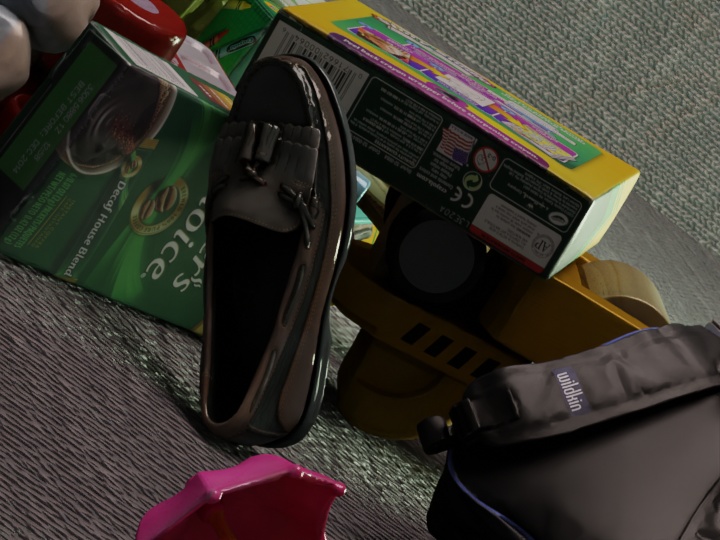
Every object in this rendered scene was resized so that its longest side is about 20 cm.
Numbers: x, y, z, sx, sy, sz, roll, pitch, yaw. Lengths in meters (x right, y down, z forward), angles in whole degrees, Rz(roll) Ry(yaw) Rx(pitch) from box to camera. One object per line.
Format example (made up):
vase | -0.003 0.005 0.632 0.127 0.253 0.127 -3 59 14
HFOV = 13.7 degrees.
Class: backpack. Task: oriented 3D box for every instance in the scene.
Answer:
backpack | 0.151 0.127 1.553 0.200 0.190 0.154 46 -29 19

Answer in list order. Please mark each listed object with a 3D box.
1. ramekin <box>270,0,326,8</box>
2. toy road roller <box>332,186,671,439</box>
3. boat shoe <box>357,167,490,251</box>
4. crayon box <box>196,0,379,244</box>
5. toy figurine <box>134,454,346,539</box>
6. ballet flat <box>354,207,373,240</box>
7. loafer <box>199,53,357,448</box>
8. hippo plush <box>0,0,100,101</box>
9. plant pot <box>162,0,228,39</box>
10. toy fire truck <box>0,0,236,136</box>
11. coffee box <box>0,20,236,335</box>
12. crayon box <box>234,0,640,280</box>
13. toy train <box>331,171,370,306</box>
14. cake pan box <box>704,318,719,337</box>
ramekin | -0.057 -0.159 2.320 0.200 0.098 0.200 39 10 -8
toy road roller | 0.069 0.040 1.735 0.200 0.146 0.123 28 14 -8
boat shoe | 0.024 -0.064 1.846 0.200 0.065 0.072 51 -9 -19
crayon box | -0.041 -0.094 2.036 0.200 0.119 0.058 31 13 -40
toy figurine | -0.011 0.153 1.151 0.184 0.150 0.200 27 34 3
ballet flat | -0.035 -0.035 1.943 0.068 0.068 0.200 61 7 11
loafer | -0.046 -0.011 1.495 0.072 0.200 0.063 2 -1 28
hippo plush | -0.230 -0.146 1.576 0.159 0.200 0.161 59 -16 2
plant pot | -0.165 -0.237 1.993 0.190 0.200 0.200 45 10 4
toy fire truck | -0.126 -0.108 1.735 0.168 0.112 0.200 23 19 -33
coffee box | -0.108 -0.043 1.554 0.044 0.123 0.200 45 9 33
crayon box | 0.047 -0.077 1.671 0.200 0.058 0.173 32 12 8
toy train | 0.000 0.000 1.821 0.200 0.056 0.150 40 -32 -7
cake pan box | 0.202 0.157 1.646 0.200 0.184 0.052 45 8 31
